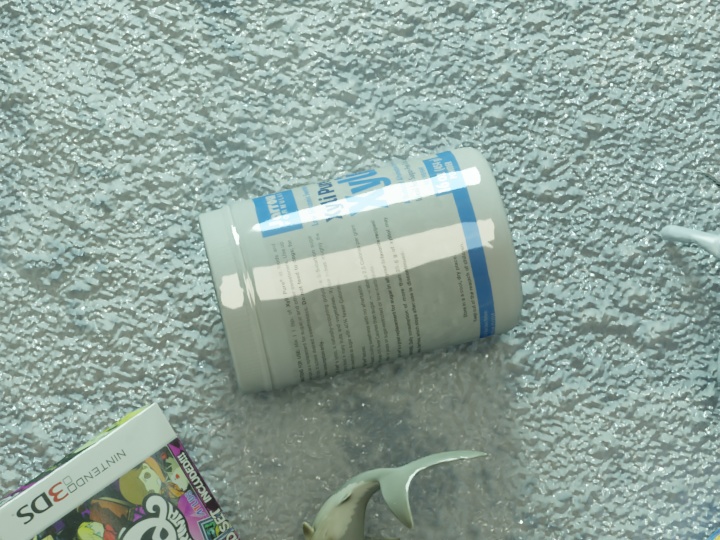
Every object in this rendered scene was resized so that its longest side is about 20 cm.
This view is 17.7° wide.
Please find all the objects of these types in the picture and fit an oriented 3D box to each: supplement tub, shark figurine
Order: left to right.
[{"bbox_3d":[0.000,0.000,1.560,0.199,0.132,0.133,-13,79,-5],"label":"supplement tub"},{"bbox_3d":[0.005,0.183,1.539,0.089,0.215,0.128,-13,41,-41],"label":"shark figurine"}]

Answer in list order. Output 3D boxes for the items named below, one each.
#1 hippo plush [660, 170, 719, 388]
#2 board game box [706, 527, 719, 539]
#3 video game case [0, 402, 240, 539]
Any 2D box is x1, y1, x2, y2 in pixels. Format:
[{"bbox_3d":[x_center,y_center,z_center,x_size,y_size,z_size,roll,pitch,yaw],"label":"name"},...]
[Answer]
[{"bbox_3d":[0.299,0.023,1.526,0.199,0.160,0.161,19,55,1],"label":"hippo plush"},{"bbox_3d":[0.321,0.238,1.554,0.196,0.056,0.200,-40,82,-9],"label":"board game box"},{"bbox_3d":[-0.152,0.215,1.493,0.181,0.036,0.201,-33,94,-35],"label":"video game case"}]
